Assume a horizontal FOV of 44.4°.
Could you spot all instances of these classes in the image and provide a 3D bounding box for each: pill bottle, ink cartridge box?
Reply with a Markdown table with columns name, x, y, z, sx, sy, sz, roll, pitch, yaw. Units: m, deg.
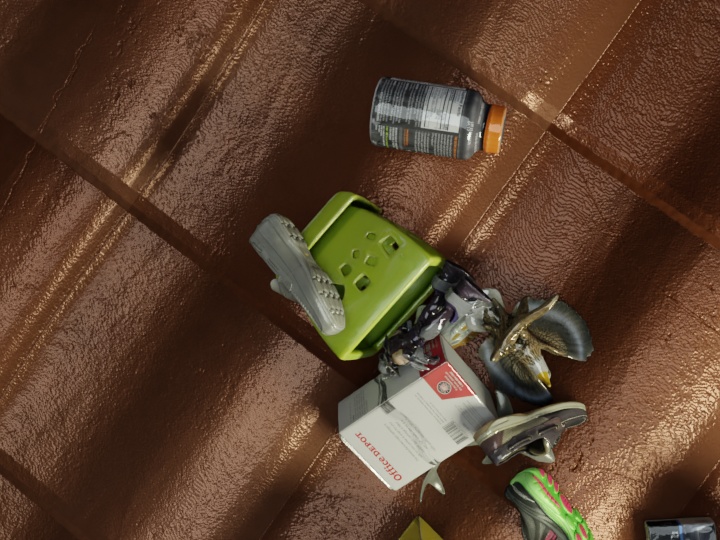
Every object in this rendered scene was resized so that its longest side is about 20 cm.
| name | x | y | z | sx | sy | sz | roll | pitch | yaw |
| --- | --- | --- | --- | --- | --- | --- | --- | --- | --- |
| pill bottle | 0.120 | -0.228 | 1.341 | 0.198 | 0.106 | 0.107 | 11 | 92 | 9 |
| ink cartridge box | 0.486 | 0.474 | 1.316 | 0.098 | 0.039 | 0.202 | -7 | 90 | 9 |
| ink cartridge box | 0.084 | 0.214 | 1.324 | 0.199 | 0.083 | 0.147 | -35 | 115 | 14 |

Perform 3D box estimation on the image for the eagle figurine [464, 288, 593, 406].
| name | x | y | z | sx | sy | sz | roll | pitch | yaw |
| --- | --- | --- | --- | --- | --- | --- | --- | --- | --- |
| eagle figurine | 0.246 | 0.112 | 1.297 | 0.150 | 0.200 | 0.153 | -6 | 73 | 27 |

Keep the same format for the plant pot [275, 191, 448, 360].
| name | x | y | z | sx | sy | sz | roll | pitch | yaw |
| --- | --- | --- | --- | --- | --- | --- | --- | --- | --- |
| plant pot | 0.000 | 0.000 | 1.321 | 0.181 | 0.200 | 0.199 | 44 | 98 | 14 |

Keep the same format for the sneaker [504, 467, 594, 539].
| name | x | y | z | sx | sy | sz | roll | pitch | yaw |
| --- | --- | --- | --- | --- | --- | --- | --- | --- | --- |
| sneaker | 0.291 | 0.394 | 1.341 | 0.084 | 0.077 | 0.201 | -34 | 86 | 33 |

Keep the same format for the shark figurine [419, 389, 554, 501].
| name | x | y | z | sx | sy | sz | roll | pitch | yaw |
| --- | --- | --- | --- | --- | --- | --- | --- | --- | --- |
| shark figurine | 0.176 | 0.265 | 1.345 | 0.213 | 0.089 | 0.129 | -20 | 86 | 7 |

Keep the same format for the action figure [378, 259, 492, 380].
| name | x | y | z | sx | sy | sz | roll | pitch | yaw |
| --- | --- | --- | --- | --- | --- | --- | --- | --- | --- |
| action figure | 0.092 | 0.086 | 1.264 | 0.069 | 0.130 | 0.200 | 35 | 106 | -23 |

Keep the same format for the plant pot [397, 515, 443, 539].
| name | x | y | z | sx | sy | sz | roll | pitch | yaw |
| --- | --- | --- | --- | --- | --- | --- | --- | --- | --- |
| plant pot | 0.100 | 0.528 | 1.314 | 0.176 | 0.200 | 0.201 | 37 | 96 | -5 |

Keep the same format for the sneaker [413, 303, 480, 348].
| name | x | y | z | sx | sy | sz | roll | pitch | yaw |
| --- | --- | --- | --- | --- | --- | --- | --- | --- | --- |
| sneaker | 0.106 | 0.100 | 1.372 | 0.200 | 0.075 | 0.088 | -40 | 56 | 15 |

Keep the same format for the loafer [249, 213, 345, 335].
| name | x | y | z | sx | sy | sz | roll | pitch | yaw |
| --- | --- | --- | --- | --- | --- | --- | --- | --- | --- |
| loafer | -0.088 | 0.012 | 1.219 | 0.070 | 0.070 | 0.201 | -40 | 63 | 16 |

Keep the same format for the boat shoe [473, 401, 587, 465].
| name | x | y | z | sx | sy | sz | roll | pitch | yaw |
| --- | --- | --- | --- | --- | --- | --- | --- | --- | --- |
| boat shoe | 0.257 | 0.241 | 1.294 | 0.198 | 0.072 | 0.065 | -6 | 59 | -31 |
